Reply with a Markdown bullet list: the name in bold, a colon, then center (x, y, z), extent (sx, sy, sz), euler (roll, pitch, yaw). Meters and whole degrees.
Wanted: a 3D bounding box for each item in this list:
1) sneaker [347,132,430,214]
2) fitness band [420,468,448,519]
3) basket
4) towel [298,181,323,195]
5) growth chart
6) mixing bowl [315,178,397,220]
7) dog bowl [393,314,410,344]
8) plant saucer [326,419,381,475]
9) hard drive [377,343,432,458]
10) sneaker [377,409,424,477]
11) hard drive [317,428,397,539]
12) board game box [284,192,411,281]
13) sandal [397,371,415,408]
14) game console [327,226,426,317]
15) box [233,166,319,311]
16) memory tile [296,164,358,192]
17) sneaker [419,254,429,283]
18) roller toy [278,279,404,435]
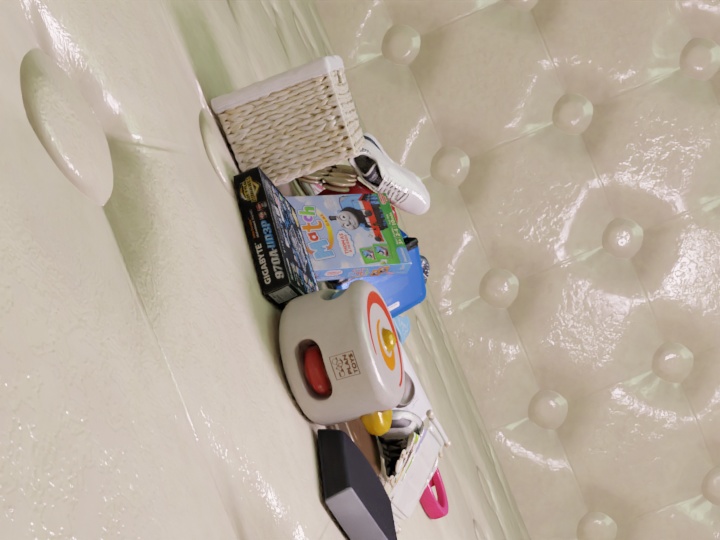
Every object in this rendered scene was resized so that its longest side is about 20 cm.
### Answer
- **sneaker**: center (0.048, -0.164, 1.707), extent (0.200, 0.076, 0.081), euler (38, 25, -18)
- **fitness band**: center (0.124, 0.393, 1.829), extent (0.144, 0.037, 0.201), euler (-13, 80, -81)
- **basket**: center (-0.103, -0.237, 1.472), extent (0.198, 0.199, 0.162), euler (-70, 139, -76)
- **towel**: center (-0.111, -0.221, 1.925), extent (0.147, 0.030, 0.201), euler (55, 16, -51)
- **growth chart**: center (0.083, 0.319, 1.463), extent (0.201, 0.018, 0.145), euler (-56, 144, -27)
- **mixing bowl**: center (-0.003, -0.104, 1.759), extent (0.200, 0.109, 0.200), euler (36, 3, -2)
- **dog bowl**: center (0.021, 0.083, 1.748), extent (0.050, 0.111, 0.201), euler (-76, 145, -53)
- **plant saucer**: center (-0.014, 0.237, 1.415), extent (0.200, 0.029, 0.201), euler (-23, 90, -81)
- **hard drive**: center (0.043, 0.206, 1.577), extent (0.132, 0.027, 0.201), euler (-44, 122, -31)
- **sneaker**: center (0.069, 0.294, 1.494), extent (0.200, 0.075, 0.088), euler (61, 32, -51)
- **hard drive**: center (0.001, 0.316, 1.264), extent (0.135, 0.042, 0.201), euler (-101, 166, -51)
- **board game box**: center (-0.030, -0.057, 1.530), extent (0.037, 0.198, 0.152), euler (117, -39, -51)
- **sandal**: center (0.036, 0.168, 1.510), extent (0.200, 0.054, 0.082), euler (45, 64, -36)
- **game console**: center (0.000, 0.000, 1.607), extent (0.118, 0.199, 0.172), euler (11, -61, 48)
- **box**: center (-0.119, -0.034, 1.375), extent (0.159, 0.046, 0.201), euler (50, 20, -64)
- **memory tile**: center (-0.079, -0.180, 1.680), extent (0.200, 0.152, 0.017), euler (-63, 166, -74)
- **sneaker**: center (0.050, 0.023, 1.793), extent (0.077, 0.200, 0.087), euler (32, 32, -32)
- **roller toy**: center (-0.017, 0.113, 1.270), extent (0.183, 0.139, 0.201), euler (56, 23, -48)
